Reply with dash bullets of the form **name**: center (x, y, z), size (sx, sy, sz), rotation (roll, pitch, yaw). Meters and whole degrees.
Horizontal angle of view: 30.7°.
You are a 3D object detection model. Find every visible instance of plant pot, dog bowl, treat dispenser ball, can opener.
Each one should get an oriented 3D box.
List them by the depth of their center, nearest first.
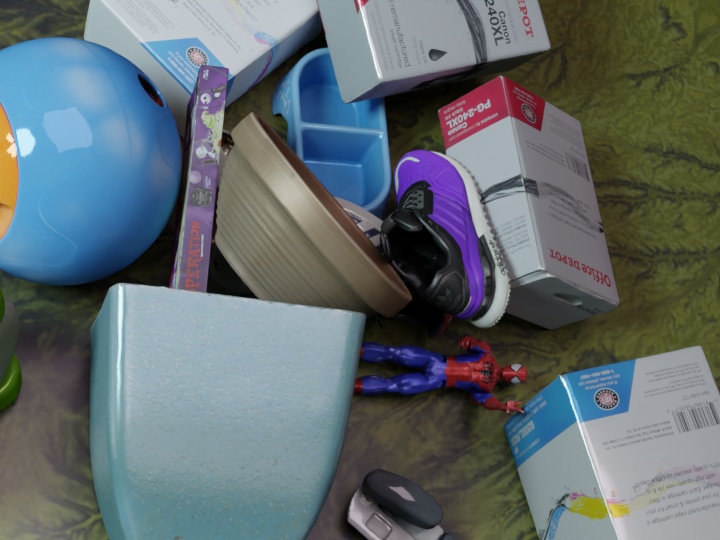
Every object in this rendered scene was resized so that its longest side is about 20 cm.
- **plant pot**: center (-0.117, 0.137, 1.028), size (0.194, 0.196, 0.202), rotation (7, 76, -15)
- **plant pot**: center (-0.055, -0.024, 1.063), size (0.093, 0.201, 0.201), rotation (-40, 82, 3)
- **treat dispenser ball**: center (-0.246, -0.089, 1.076), size (0.199, 0.201, 0.203), rotation (7, 64, -15)
- **can opener**: center (0.074, 0.245, 1.103), size (0.200, 0.067, 0.053), rotation (40, 61, 3)
- **dog bowl**: center (-0.024, -0.124, 1.254), size (0.110, 0.050, 0.202), rotation (3, 65, -17)

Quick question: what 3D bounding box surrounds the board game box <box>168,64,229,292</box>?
- **board game box**: center (-0.138, -0.058, 1.099), size (0.032, 0.120, 0.202), rotation (6, 79, -8)

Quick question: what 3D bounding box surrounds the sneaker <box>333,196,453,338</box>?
- **sneaker**: center (0.000, 0.000, 1.183), size (0.198, 0.075, 0.085), rotation (20, 47, -8)

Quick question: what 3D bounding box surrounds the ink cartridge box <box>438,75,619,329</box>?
- **ink cartridge box**: center (0.158, -0.059, 1.230), size (0.145, 0.083, 0.202), rotation (20, 54, -48)

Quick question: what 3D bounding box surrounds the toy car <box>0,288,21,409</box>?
- **toy car**: center (-0.376, 0.062, 0.995), size (0.198, 0.165, 0.159), rotation (20, 60, 3)

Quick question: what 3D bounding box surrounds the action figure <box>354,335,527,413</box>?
- **action figure**: center (0.067, 0.090, 1.157), size (0.198, 0.099, 0.066), rotation (3, 86, -20)

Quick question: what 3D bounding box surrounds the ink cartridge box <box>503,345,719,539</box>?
- **ink cartridge box**: center (0.239, 0.194, 1.137), size (0.146, 0.145, 0.202), rotation (-8, 69, -21)

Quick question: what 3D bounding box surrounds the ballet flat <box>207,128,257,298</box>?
- **ballet flat**: center (-0.120, -0.035, 1.172), size (0.067, 0.064, 0.202), rotation (-6, 68, -15)

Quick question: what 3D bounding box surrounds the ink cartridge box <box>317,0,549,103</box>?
- **ink cartridge box**: center (0.066, -0.254, 1.244), size (0.198, 0.083, 0.147), rotation (-15, 89, -27)

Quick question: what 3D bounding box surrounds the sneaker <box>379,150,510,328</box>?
- **sneaker**: center (0.056, -0.042, 1.148), size (0.099, 0.070, 0.201), rotation (12, 38, -34)

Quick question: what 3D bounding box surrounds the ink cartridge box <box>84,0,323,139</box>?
- **ink cartridge box**: center (-0.140, -0.245, 1.252), size (0.145, 0.085, 0.200), rotation (45, 62, 5)
